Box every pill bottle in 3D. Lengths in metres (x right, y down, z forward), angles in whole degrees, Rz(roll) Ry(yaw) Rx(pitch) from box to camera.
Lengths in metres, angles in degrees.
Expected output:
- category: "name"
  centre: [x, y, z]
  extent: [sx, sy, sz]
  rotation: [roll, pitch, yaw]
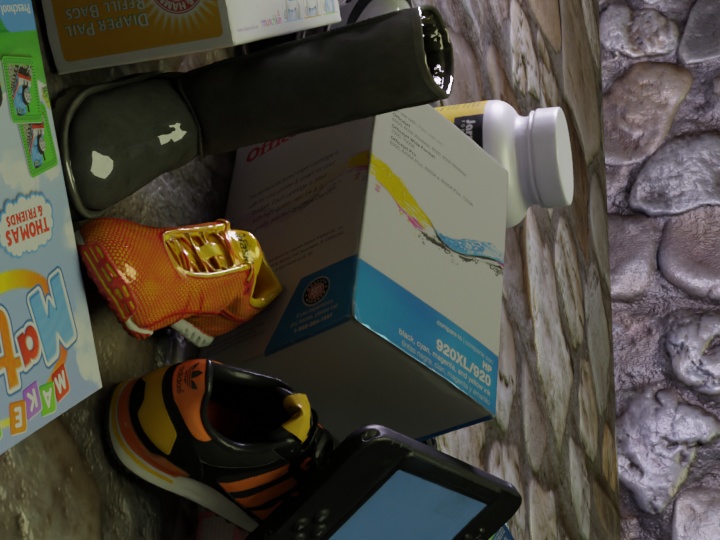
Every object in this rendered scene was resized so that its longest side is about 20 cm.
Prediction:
- category: "pill bottle"
  centre: [0.082, -0.089, 1.208]
  extent: [0.112, 0.198, 0.114]
  rotation: [-6, 90, -73]

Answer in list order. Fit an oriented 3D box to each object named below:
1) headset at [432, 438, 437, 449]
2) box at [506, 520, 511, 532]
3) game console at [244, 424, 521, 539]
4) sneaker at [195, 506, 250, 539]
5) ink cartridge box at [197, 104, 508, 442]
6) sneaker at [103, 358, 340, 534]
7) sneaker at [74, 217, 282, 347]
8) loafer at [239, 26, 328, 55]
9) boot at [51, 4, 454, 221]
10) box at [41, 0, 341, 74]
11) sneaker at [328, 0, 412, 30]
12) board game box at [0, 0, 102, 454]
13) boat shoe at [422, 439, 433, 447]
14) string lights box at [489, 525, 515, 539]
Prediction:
- category: "headset"
  centre: [0.038, 0.121, 1.178]
  extent: [0.200, 0.093, 0.125]
  rotation: [-46, 129, -54]
- category: "box"
  centre: [0.067, 0.307, 1.162]
  extent: [0.157, 0.050, 0.202]
  rotation: [-10, 95, -39]
- category: "game console"
  centre: [0.022, 0.208, 0.823]
  extent: [0.200, 0.176, 0.117]
  rotation: [31, 17, -52]
- category: "sneaker"
  centre: [-0.044, 0.219, 0.898]
  extent: [0.200, 0.075, 0.106]
  rotation: [41, 43, -51]
- category: "ink cartridge box"
  centre: [0.000, 0.000, 0.927]
  extent: [0.144, 0.146, 0.202]
  rotation: [34, 48, -34]
- category: "sneaker"
  centre: [-0.048, 0.105, 0.798]
  extent: [0.199, 0.090, 0.071]
  rotation: [29, 49, -39]
- category: "sneaker"
  centre: [-0.101, -0.005, 0.770]
  extent: [0.073, 0.077, 0.200]
  rotation: [58, 9, 10]
- category: "loafer"
  centre: [-0.059, -0.196, 1.009]
  extent: [0.063, 0.071, 0.203]
  rotation: [-1, 88, -69]
- category: "boot"
  centre: [-0.055, -0.089, 0.757]
  extent: [0.182, 0.198, 0.073]
  rotation: [-63, 146, -59]
- category: "box"
  centre: [-0.096, -0.182, 0.804]
  extent: [0.200, 0.111, 0.103]
  rotation: [-39, 121, -68]
- category: "sneaker"
  centre: [0.003, -0.164, 1.064]
  extent: [0.200, 0.073, 0.081]
  rotation: [151, -61, -68]
- category: "board game box"
  centre: [-0.178, -0.021, 0.610]
  extent: [0.151, 0.036, 0.202]
  rotation: [-39, 123, -70]
- category: "boat shoe"
  centre: [0.049, 0.192, 0.976]
  extent: [0.069, 0.056, 0.202]
  rotation: [-32, -103, 61]
- category: "string lights box"
  centre: [0.085, 0.258, 1.091]
  extent: [0.103, 0.059, 0.201]
  rotation: [-50, 126, -29]
